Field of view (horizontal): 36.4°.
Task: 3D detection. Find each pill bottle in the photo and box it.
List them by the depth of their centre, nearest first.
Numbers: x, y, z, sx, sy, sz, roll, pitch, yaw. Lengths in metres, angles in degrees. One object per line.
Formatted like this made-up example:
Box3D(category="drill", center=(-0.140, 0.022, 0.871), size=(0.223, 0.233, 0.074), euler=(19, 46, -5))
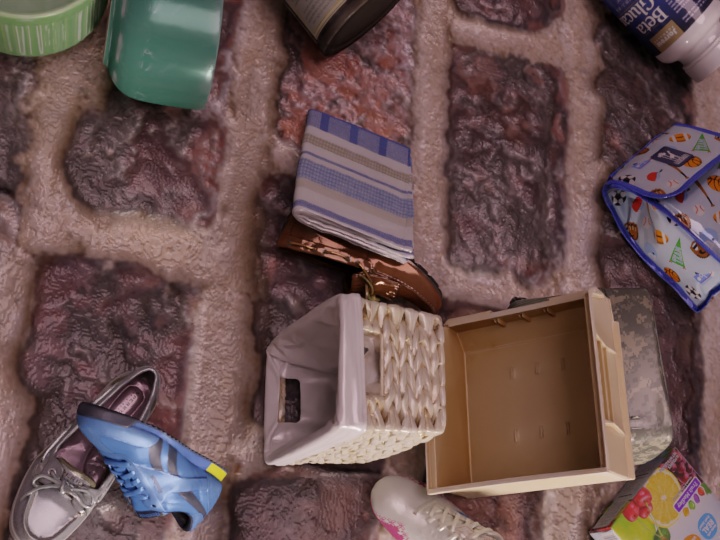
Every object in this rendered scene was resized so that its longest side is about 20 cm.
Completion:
Box3D(category="pill bottle", center=(0.422, -0.358, 1.500), size=(0.200, 0.111, 0.111), euler=(44, 62, -2))

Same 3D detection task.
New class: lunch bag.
Box3D(category="lunch bag", center=(0.251, 0.126, 1.249), size=(0.165, 0.140, 0.203), euler=(-2, 69, -2))
Box3D(category="lunch bag", center=(0.428, -0.084, 1.404), size=(0.169, 0.124, 0.200), euler=(-36, 74, -29))

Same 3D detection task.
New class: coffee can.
Box3D(category="coffee can", center=(-0.050, -0.380, 1.292), size=(0.146, 0.146, 0.201), euler=(-39, 89, -29))

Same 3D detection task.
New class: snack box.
Box3D(category="snack box", center=(0.379, 0.329, 1.271), size=(0.142, 0.053, 0.201), euler=(-40, 90, -28))

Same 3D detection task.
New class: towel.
Box3D(category="towel", center=(-0.005, -0.099, 1.240), size=(0.145, 0.024, 0.202), euler=(21, 39, -15))

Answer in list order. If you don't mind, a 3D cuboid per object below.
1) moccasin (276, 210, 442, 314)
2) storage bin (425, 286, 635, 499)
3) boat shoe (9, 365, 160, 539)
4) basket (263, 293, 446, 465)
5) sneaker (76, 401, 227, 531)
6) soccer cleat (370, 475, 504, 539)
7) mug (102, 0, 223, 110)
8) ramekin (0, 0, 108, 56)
Box3D(category="moccasin", center=(0.001, 0.000, 1.221), size=(0.200, 0.074, 0.079), euler=(30, 75, -14))
Box3D(category="storage bin", center=(0.173, 0.130, 1.155), size=(0.093, 0.197, 0.202), euler=(27, 55, -52))
Box3D(category="boat shoe", center=(-0.262, 0.177, 1.052), size=(0.074, 0.065, 0.203), euler=(40, 62, -5))
Box3D(category="basket", center=(-0.008, 0.119, 1.106), size=(0.121, 0.200, 0.138), euler=(9, 68, -24))
Box3D(category="sneaker", center=(-0.201, 0.189, 1.027), size=(0.200, 0.065, 0.079), euler=(47, 64, -48))
Box3D(category="soccer cleat", center=(0.103, 0.278, 1.156), size=(0.199, 0.086, 0.070), euler=(37, 62, -6))
Box3D(category="mug", center=(-0.219, -0.258, 1.191), size=(0.112, 0.185, 0.155), euler=(7, 93, -16))
Box3D(category="ramekin", center=(-0.356, -0.328, 1.161), size=(0.196, 0.098, 0.203), euler=(5, 68, -12))
